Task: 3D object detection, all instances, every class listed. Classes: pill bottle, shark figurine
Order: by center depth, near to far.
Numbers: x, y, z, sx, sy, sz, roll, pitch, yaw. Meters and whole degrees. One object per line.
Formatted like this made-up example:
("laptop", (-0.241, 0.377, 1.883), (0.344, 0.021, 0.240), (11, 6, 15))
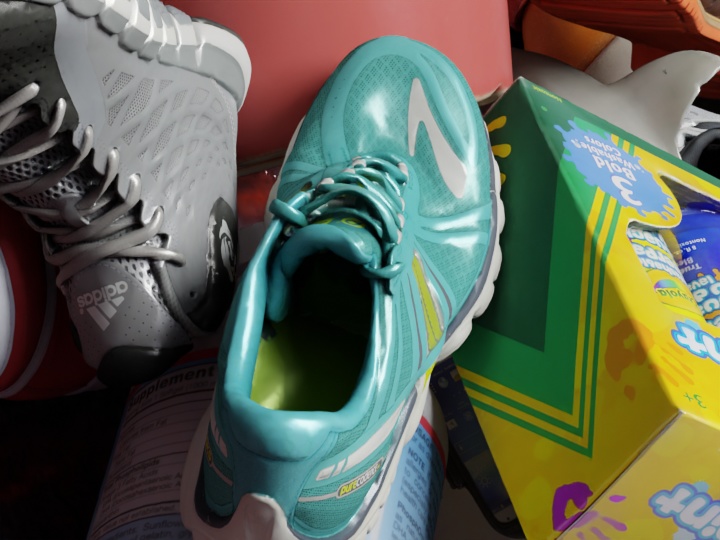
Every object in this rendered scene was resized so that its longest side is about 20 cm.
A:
("pill bottle", (-0.031, 0.084, 0.906), (0.109, 0.109, 0.200), (42, 43, -30))
("shark figurine", (0.124, -0.032, 1.070), (0.214, 0.090, 0.128), (42, 12, 15))

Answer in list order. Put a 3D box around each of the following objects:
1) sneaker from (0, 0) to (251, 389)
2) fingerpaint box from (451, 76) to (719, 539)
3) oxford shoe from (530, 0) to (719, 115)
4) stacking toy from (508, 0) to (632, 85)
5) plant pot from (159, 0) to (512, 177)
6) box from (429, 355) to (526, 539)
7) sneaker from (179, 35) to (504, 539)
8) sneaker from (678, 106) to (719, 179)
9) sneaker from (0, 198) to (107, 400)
("sneaker", (-0.082, -0.024, 0.833), (0.200, 0.075, 0.116), (10, 71, -63))
("fingerpaint box", (0.127, 0.043, 0.941), (0.200, 0.073, 0.167), (24, 29, -33))
("oxford shoe", (0.113, -0.122, 1.078), (0.200, 0.071, 0.073), (32, 73, -56))
("stacking toy", (0.088, -0.168, 1.282), (0.200, 0.146, 0.146), (48, 31, 9))
("plant pot", (-0.037, -0.128, 1.002), (0.200, 0.200, 0.177), (-17, 92, -57))
("box", (0.029, 0.075, 1.029), (0.119, 0.041, 0.200), (-16, 82, -25))
("sneaker", (0.000, 0.000, 0.855), (0.080, 0.077, 0.200), (95, 9, -50))
("sneaker", (0.161, -0.043, 1.256), (0.140, 0.078, 0.200), (86, 7, -49))
("sneaker", (-0.138, -0.052, 0.900), (0.112, 0.071, 0.200), (-10, 78, -60))
